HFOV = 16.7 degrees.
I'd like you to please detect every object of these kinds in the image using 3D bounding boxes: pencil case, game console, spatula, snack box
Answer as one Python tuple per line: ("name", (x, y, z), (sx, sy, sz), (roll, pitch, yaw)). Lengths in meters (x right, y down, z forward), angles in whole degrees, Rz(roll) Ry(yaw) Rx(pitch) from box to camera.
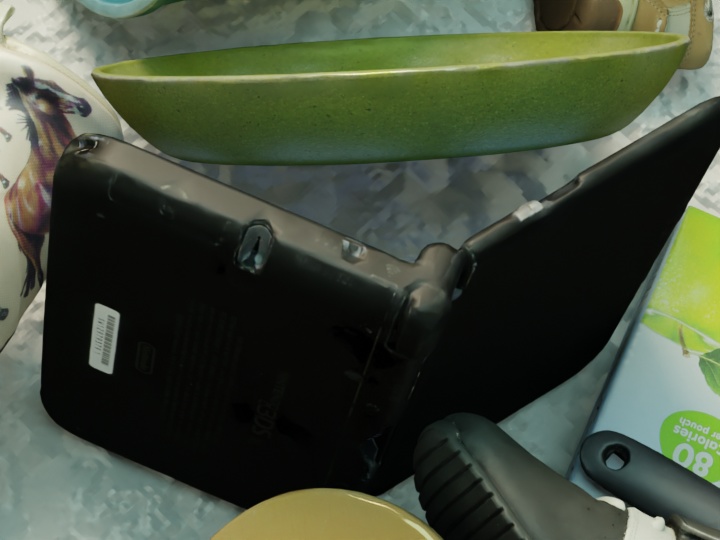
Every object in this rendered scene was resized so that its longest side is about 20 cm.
("pencil case", (-0.151, 0.015, 0.754), (0.078, 0.089, 0.200), (24, 73, 20))
("game console", (0.000, 0.000, 0.784), (0.176, 0.200, 0.116), (23, 63, 3))
("spatula", (0.158, 0.108, 0.798), (0.200, 0.021, 0.057), (33, 70, 7))
("snack box", (0.138, 0.094, 0.843), (0.142, 0.053, 0.200), (24, 65, 4))

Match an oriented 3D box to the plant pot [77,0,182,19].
("plant pot", (-0.016, -0.202, 0.890), (0.188, 0.200, 0.200), (-11, 67, -28))

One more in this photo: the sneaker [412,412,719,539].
("sneaker", (0.101, 0.111, 0.766), (0.089, 0.074, 0.200), (-41, 87, -22))

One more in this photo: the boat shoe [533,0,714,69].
("boat shoe", (0.109, -0.167, 0.960), (0.076, 0.072, 0.200), (10, 71, -20))

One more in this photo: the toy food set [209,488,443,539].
("toy food set", (0.000, 0.183, 0.742), (0.200, 0.049, 0.198), (35, 97, 6))

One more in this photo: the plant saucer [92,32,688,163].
("plant saucer", (0.011, -0.059, 0.828), (0.200, 0.200, 0.031), (-4, 98, -11))
